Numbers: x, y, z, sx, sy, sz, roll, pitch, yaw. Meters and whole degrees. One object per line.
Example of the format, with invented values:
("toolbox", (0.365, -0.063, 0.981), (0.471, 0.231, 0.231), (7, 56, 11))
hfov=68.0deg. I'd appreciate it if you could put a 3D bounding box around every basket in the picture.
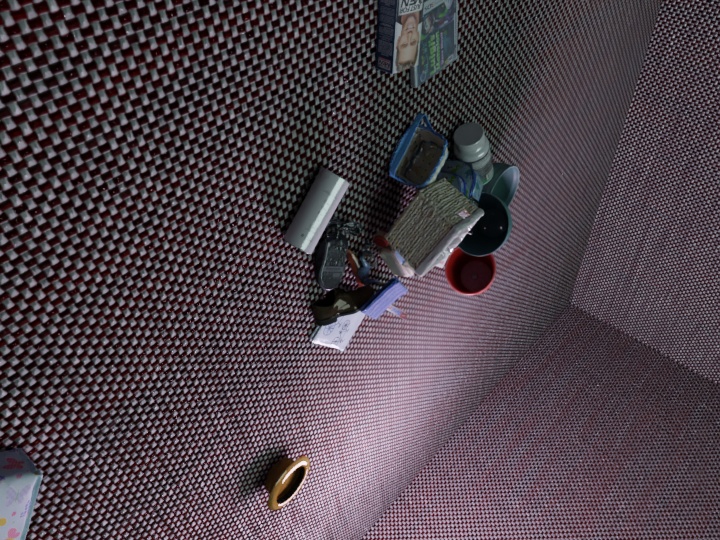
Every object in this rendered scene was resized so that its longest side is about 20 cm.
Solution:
("basket", (0.151, -0.309, 1.445), (0.178, 0.138, 0.200), (-61, 160, 3))
("basket", (0.206, -0.123, 1.502), (0.198, 0.161, 0.201), (-32, 163, -51))

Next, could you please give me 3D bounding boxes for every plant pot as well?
("plant pot", (0.407, -0.151, 1.732), (0.134, 0.199, 0.202), (-8, 124, -55))
("plant pot", (0.444, -0.292, 1.870), (0.200, 0.134, 0.202), (-35, 141, -33))
("plant pot", (0.439, 0.008, 2.087), (0.202, 0.199, 0.177), (-58, 158, 1))

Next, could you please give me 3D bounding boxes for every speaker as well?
("speaker", (-0.106, -0.145, 1.295), (0.081, 0.081, 0.202), (22, 99, -57))

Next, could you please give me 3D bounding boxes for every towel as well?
("towel", (0.075, 0.089, 1.607), (0.145, 0.024, 0.200), (-43, 162, 3))

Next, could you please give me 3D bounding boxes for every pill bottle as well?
("pill bottle", (0.360, -0.369, 1.710), (0.113, 0.113, 0.200), (-50, 147, -11))

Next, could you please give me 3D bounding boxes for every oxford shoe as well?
("oxford shoe", (-0.047, 0.085, 1.551), (0.198, 0.073, 0.085), (-26, 124, -19))

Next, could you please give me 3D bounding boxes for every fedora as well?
("fedora", (-0.259, 0.704, 1.809), (0.200, 0.081, 0.203), (-37, 141, -38))

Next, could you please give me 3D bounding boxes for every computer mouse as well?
("computer mouse", (-0.076, -0.047, 1.450), (0.137, 0.052, 0.203), (6, 103, -45))

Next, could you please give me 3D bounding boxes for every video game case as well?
("video game case", (0.187, -0.599, 1.364), (0.181, 0.023, 0.201), (-41, 144, -25))

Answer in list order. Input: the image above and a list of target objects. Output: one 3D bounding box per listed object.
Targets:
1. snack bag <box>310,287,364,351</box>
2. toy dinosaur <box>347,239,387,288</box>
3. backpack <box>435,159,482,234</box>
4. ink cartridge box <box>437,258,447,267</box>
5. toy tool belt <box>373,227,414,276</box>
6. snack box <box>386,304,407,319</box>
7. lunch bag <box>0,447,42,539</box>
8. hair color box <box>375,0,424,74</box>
("snack bag", (-0.056, 0.157, 1.677), (0.190, 0.021, 0.200), (-58, 148, 2))
("toy dinosaur", (0.000, 0.000, 1.606), (0.197, 0.106, 0.183), (7, 126, -19))
("backpack", (0.277, -0.237, 1.647), (0.146, 0.182, 0.202), (15, 94, -54))
("ink cartridge box", (0.264, -0.120, 1.816), (0.145, 0.084, 0.202), (11, 106, -55))
("toy tool belt", (0.115, -0.081, 1.634), (0.201, 0.124, 0.124), (53, 53, -40))
("snack box", (0.090, 0.118, 1.794), (0.024, 0.072, 0.200), (-58, 148, -1))
("lunch bag", (-0.697, 0.442, 0.952), (0.169, 0.126, 0.203), (6, 102, -57))
("hair color box", (0.091, -0.568, 1.225), (0.100, 0.060, 0.202), (-32, 140, -34))
